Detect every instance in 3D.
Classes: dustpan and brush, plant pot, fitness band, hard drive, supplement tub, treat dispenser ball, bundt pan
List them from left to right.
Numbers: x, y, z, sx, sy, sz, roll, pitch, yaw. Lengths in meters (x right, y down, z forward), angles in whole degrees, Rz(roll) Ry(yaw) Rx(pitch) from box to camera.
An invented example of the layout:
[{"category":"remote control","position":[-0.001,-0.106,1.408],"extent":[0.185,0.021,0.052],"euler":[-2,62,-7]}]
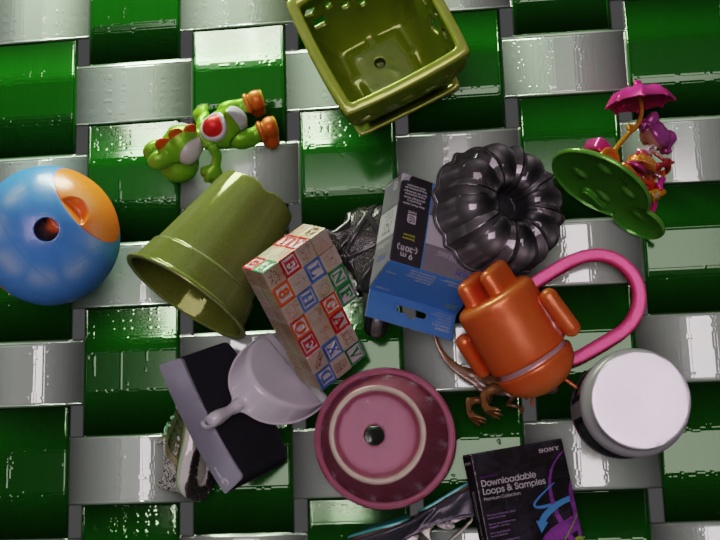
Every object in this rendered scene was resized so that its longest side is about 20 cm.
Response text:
[{"category":"treat dispenser ball","position":[-0.447,-0.050,1.567],"extent":[0.200,0.201,0.201],"euler":[-1,79,5]},{"category":"plant pot","position":[-0.199,-0.036,1.562],"extent":[0.200,0.200,0.190],"euler":[29,71,10]},{"category":"hard drive","position":[-0.187,0.199,1.530],"extent":[0.042,0.135,0.200],"euler":[-35,79,35]},{"category":"dustpan and brush","position":[-0.150,0.173,1.522],"extent":[0.140,0.200,0.057],"euler":[49,117,11]},{"category":"plant pot","position":[0.030,-0.320,1.581],"extent":[0.199,0.181,0.200],"euler":[-27,78,1]},{"category":"plant pot","position":[0.030,0.226,1.480],"extent":[0.200,0.179,0.200],"euler":[-1,80,5]},{"category":"bundt pan","position":[0.203,-0.091,1.527],"extent":[0.202,0.076,0.202],"euler":[8,72,-24]},{"category":"fitness band","position":[0.310,0.053,1.557],"extent":[0.200,0.037,0.144],"euler":[-31,78,1]},{"category":"supplement tub","position":[0.356,0.178,1.445],"extent":[0.140,0.200,0.141],"euler":[-1,80,5]}]

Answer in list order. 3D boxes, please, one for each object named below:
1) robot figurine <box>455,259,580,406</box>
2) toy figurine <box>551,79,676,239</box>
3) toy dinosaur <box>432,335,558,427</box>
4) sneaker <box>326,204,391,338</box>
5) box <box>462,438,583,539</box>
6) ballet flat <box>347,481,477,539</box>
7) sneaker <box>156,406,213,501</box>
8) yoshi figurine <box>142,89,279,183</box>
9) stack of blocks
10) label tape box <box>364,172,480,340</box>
[{"category":"robot figurine","position":[0.210,0.088,1.472],"extent":[0.144,0.117,0.200],"euler":[-32,92,-6]},{"category":"toy figurine","position":[0.397,-0.175,1.553],"extent":[0.200,0.150,0.184],"euler":[40,71,-20]},{"category":"toy dinosaur","position":[0.176,0.161,1.550],"extent":[0.200,0.060,0.106],"euler":[17,55,6]},{"category":"sneaker","position":[0.000,0.000,1.580],"extent":[0.114,0.076,0.200],"euler":[2,77,8]},{"category":"box","position":[0.227,0.338,1.487],"extent":[0.143,0.036,0.200],"euler":[-7,76,-18]},{"category":"ballet flat","position":[0.082,0.359,1.507],"extent":[0.200,0.073,0.073],"euler":[-24,78,-1]},{"category":"sneaker","position":[-0.259,0.229,1.568],"extent":[0.088,0.077,0.200],"euler":[-5,70,26]},{"category":"yoshi figurine","position":[-0.228,-0.192,1.642],"extent":[0.200,0.112,0.112],"euler":[-22,118,-13]},{"category":"stack of blocks","position":[-0.066,0.051,1.522],"extent":[0.115,0.059,0.200],"euler":[-37,116,-25]},{"category":"label tape box","position":[0.096,-0.019,1.534],"extent":[0.144,0.063,0.200],"euler":[16,70,-20]}]
